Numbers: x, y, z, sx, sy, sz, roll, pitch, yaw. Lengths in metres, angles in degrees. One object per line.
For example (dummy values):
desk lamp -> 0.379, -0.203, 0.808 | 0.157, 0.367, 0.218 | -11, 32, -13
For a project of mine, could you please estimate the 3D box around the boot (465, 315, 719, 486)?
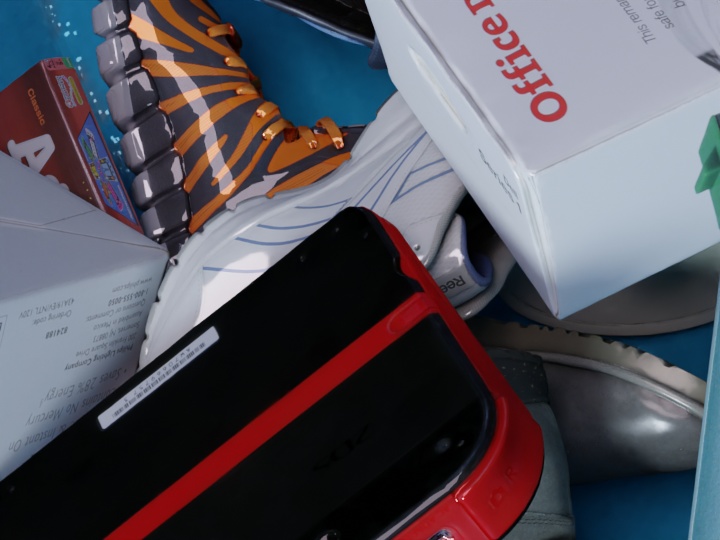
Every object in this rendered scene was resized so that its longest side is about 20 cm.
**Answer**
boot -> 0.041, 0.120, 1.077 | 0.181, 0.073, 0.201 | 8, 71, 39

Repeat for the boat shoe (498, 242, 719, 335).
boat shoe -> 0.143, -0.033, 1.100 | 0.199, 0.073, 0.062 | -21, 25, 22

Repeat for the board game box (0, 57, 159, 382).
board game box -> -0.114, 0.028, 1.150 | 0.103, 0.019, 0.201 | -33, 76, 37

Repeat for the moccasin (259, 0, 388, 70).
moccasin -> 0.018, -0.102, 1.133 | 0.199, 0.081, 0.068 | 16, 41, 15

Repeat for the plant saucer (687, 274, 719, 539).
plant saucer -> 0.138, 0.080, 0.994 | 0.070, 0.019, 0.201 | -15, 65, 63

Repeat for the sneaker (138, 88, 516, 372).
sneaker -> 0.000, 0.000, 1.069 | 0.200, 0.075, 0.087 | -42, 34, -1

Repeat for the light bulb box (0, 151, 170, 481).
light bulb box -> -0.197, 0.070, 1.080 | 0.125, 0.198, 0.201 | 30, 115, 27

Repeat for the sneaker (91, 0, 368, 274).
sneaker -> -0.038, -0.061, 1.167 | 0.112, 0.078, 0.201 | -16, 81, 12

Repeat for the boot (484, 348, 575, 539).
boot -> -0.006, 0.116, 1.033 | 0.199, 0.068, 0.131 | -20, 75, 19

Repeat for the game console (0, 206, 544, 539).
game console -> -0.043, 0.080, 0.978 | 0.200, 0.031, 0.177 | -38, 33, 2

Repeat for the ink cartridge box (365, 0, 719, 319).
ink cartridge box -> 0.116, -0.093, 1.020 | 0.199, 0.084, 0.146 | -25, 50, -8
